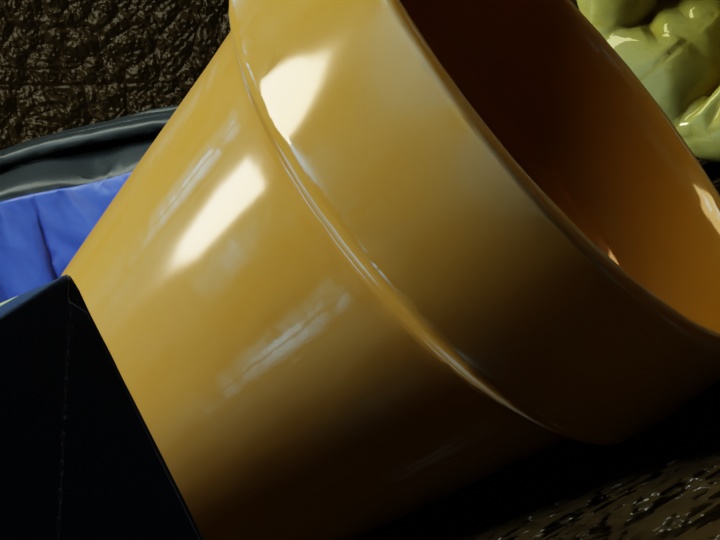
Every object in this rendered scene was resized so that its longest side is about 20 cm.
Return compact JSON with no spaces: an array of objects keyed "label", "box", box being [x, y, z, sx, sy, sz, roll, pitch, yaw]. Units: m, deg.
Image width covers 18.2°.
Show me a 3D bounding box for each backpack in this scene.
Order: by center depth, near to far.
[{"label":"backpack","box":[-0.099,0.017,0.956,0.199,0.169,0.163,-20,10,1]}]

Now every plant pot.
[{"label":"plant pot","box":[0.000,0.000,0.736,0.183,0.200,0.200,-40,2,20]}]

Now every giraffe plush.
[{"label":"giraffe plush","box":[0.162,-0.103,1.088,0.201,0.172,0.162,-60,-8,7]}]

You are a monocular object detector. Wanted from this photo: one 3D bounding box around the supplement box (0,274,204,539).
[{"label":"supplement box","box":[-0.169,0.122,0.596,0.199,0.135,0.200,-22,9,30]}]
